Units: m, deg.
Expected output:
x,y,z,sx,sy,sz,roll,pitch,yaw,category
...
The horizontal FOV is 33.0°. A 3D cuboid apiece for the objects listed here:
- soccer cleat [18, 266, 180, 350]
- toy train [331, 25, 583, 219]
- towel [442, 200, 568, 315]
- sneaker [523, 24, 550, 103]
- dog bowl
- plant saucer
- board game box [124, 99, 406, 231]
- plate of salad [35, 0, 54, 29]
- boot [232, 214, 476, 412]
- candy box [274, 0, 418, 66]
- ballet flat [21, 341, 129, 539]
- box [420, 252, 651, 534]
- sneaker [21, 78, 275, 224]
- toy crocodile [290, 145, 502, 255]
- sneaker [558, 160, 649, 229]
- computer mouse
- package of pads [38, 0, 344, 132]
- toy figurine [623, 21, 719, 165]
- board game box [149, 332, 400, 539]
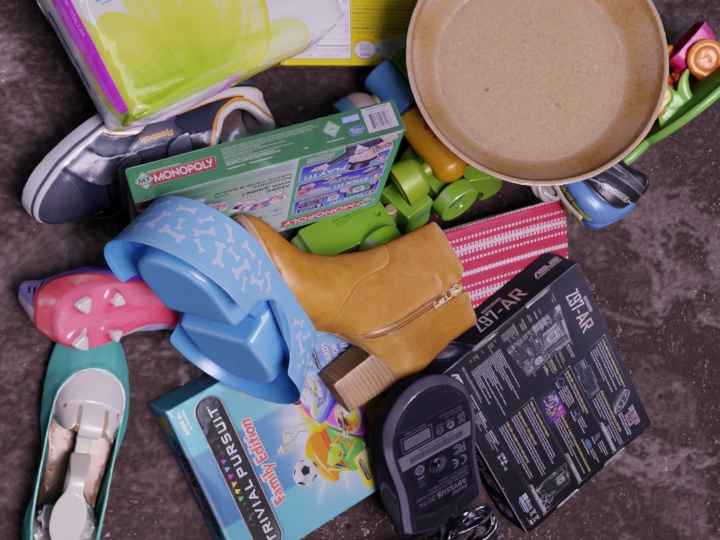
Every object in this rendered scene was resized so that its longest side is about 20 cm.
x,y,z,sx,sy,sz,roll,pitch,yaw,category
-0.161,0.018,0.925,0.200,0.076,0.067,-9,117,-46,soccer cleat
0.074,-0.090,0.979,0.116,0.085,0.200,-35,82,-4,toy train
0.125,0.044,1.072,0.144,0.022,0.200,-17,113,-25,towel
0.124,-0.183,1.006,0.078,0.085,0.200,-11,77,-50,sneaker
-0.097,0.022,0.854,0.050,0.111,0.200,-61,145,-25,dog bowl
0.133,-0.158,0.929,0.200,0.035,0.201,1,80,-3,plant saucer
-0.073,-0.061,0.908,0.200,0.135,0.029,-16,74,-14,board game box
-0.165,-0.243,0.918,0.200,0.048,0.201,-5,98,-37,plate of salad
0.001,0.001,0.949,0.144,0.071,0.201,-39,118,-13,boot
0.019,-0.222,1.023,0.200,0.026,0.103,-4,94,-27,candy box
-0.207,0.135,0.904,0.067,0.070,0.201,11,87,-24,ballet flat
0.157,0.109,1.071,0.160,0.044,0.200,-39,120,-14,box
-0.152,-0.086,0.904,0.200,0.078,0.079,-39,74,-20,sneaker
0.033,-0.051,1.025,0.200,0.062,0.068,-31,67,-20,toy crocodile
0.179,-0.130,1.051,0.083,0.071,0.200,-28,72,-6,sneaker
0.046,0.164,0.997,0.138,0.053,0.200,-20,122,-25,computer mouse
-0.123,-0.201,0.867,0.200,0.068,0.155,-33,100,-29,package of pads
0.225,-0.209,1.095,0.200,0.150,0.184,-41,97,7,toy figurine
-0.049,0.129,0.997,0.200,0.047,0.151,-29,105,-23,board game box
